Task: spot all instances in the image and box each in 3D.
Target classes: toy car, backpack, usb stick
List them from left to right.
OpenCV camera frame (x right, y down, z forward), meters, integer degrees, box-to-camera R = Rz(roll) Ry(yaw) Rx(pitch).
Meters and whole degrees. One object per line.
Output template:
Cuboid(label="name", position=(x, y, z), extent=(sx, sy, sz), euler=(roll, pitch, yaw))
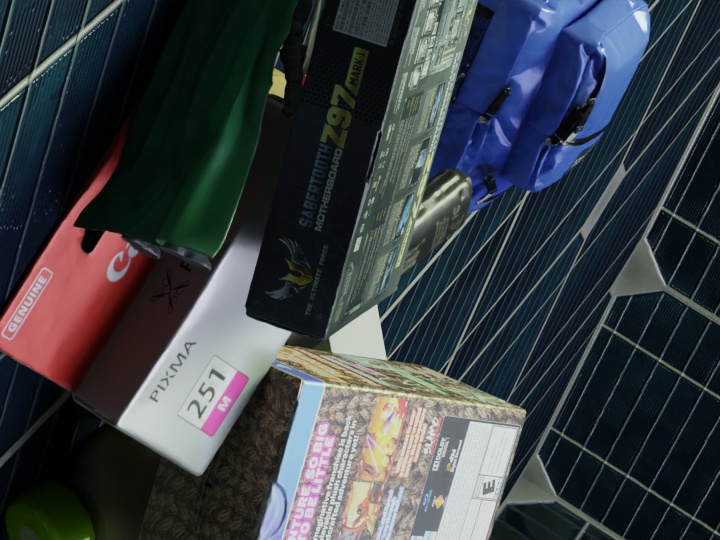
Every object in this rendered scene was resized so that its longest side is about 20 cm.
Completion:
Cuboid(label="toy car", position=(-0.159, 0.186, 1.783), extent=(0.164, 0.158, 0.200), euler=(-30, 180, -37))
Cuboid(label="usb stick", position=(0.000, 0.000, 1.750), extent=(0.200, 0.033, 0.056), euler=(-38, 155, -36))
Cuboid(label="backpack", position=(0.081, -0.125, 1.850), extent=(0.162, 0.168, 0.201), euler=(-31, 156, -55))

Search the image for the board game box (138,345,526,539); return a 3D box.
Cuboid(label="board game box", position=(-0.018, 0.135, 1.671), extent=(0.199, 0.097, 0.160), euler=(11, 98, -46))

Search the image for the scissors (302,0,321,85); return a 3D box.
Cuboid(label="scissors", position=(-0.036, -0.117, 1.742), extent=(0.073, 0.014, 0.201), euler=(-45, 162, -45))

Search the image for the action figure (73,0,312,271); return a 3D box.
Cuboid(label="action figure", position=(-0.065, -0.101, 1.438), extent=(0.055, 0.118, 0.201), euler=(32, 77, -45))

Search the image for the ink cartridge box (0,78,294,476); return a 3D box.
Cuboid(label="ink cartridge box", position=(-0.090, -0.006, 1.520), extent=(0.201, 0.043, 0.173), euler=(-58, 146, -4))

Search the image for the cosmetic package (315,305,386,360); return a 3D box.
Cuboid(label="cosmetic package", position=(-0.025, 0.059, 1.839), extent=(0.051, 0.082, 0.201), euler=(-33, 126, -37))

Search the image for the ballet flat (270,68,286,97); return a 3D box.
Cuboid(label="ballet flat", position=(-0.082, -0.040, 1.596), extent=(0.200, 0.063, 0.069), euler=(-52, 169, -32))

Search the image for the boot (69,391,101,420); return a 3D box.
Cuboid(label="boot", position=(-0.094, 0.002, 1.653), extent=(0.201, 0.072, 0.144), euler=(-56, 169, 9))

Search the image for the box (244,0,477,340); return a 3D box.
Cuboid(label="box", position=(0.006, -0.075, 1.466), extent=(0.158, 0.051, 0.201), euler=(-32, 139, -72))
